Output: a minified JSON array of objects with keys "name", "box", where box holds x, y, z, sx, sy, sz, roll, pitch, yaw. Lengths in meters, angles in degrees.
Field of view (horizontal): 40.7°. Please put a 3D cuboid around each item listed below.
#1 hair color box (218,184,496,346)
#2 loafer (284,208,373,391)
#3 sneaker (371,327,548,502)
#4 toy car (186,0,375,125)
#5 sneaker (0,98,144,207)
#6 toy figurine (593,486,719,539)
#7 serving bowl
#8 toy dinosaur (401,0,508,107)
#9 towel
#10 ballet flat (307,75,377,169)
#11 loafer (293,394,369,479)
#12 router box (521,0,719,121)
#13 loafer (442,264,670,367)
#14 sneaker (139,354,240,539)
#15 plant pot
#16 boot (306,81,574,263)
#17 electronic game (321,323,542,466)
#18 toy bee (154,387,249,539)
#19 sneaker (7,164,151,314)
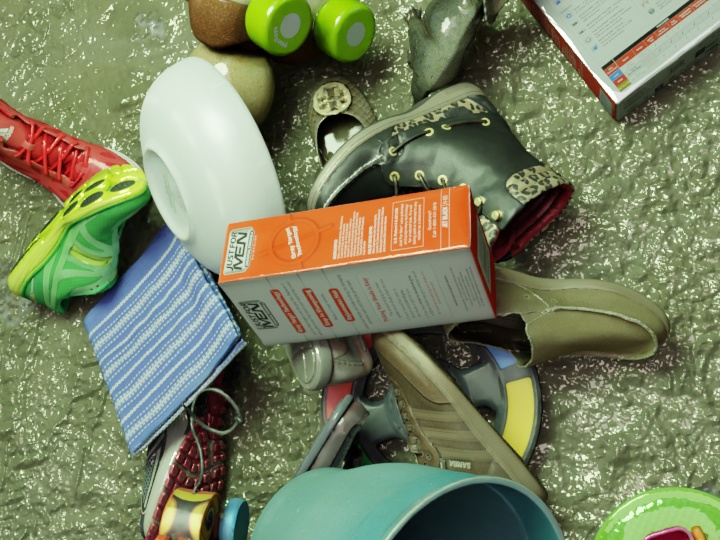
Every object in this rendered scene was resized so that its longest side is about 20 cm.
[{"name":"hair color box","box":[0.000,0.000,0.759,0.197,0.102,0.062,-8,54,16]},{"name":"loafer","box":[-0.047,0.021,0.881,0.072,0.062,0.202,-62,40,43]},{"name":"sneaker","box":[0.063,0.131,0.791,0.075,0.070,0.200,-42,80,2]},{"name":"toy car","box":[-0.105,-0.182,0.910,0.164,0.157,0.202,37,119,36]},{"name":"sneaker","box":[-0.312,-0.111,0.952,0.198,0.115,0.079,20,87,18]},{"name":"toy figurine","box":[0.245,0.265,0.701,0.148,0.184,0.203,-20,77,12]},{"name":"serving bowl","box":[-0.140,-0.078,0.843,0.065,0.201,0.201,-26,72,-25]},{"name":"toy dinosaur","box":[0.072,-0.210,0.858,0.077,0.103,0.201,31,109,-25]},{"name":"towel","box":[-0.188,0.053,0.892,0.145,0.024,0.200,-45,42,6]},{"name":"ballet flat","box":[-0.010,-0.089,0.900,0.066,0.046,0.203,-12,78,13]},{"name":"loafer","box":[-0.031,0.197,0.834,0.062,0.072,0.202,30,114,8]},{"name":"router box","box":[0.253,-0.266,0.853,0.199,0.049,0.181,-36,74,8]},{"name":"loafer","box":[0.154,0.047,0.800,0.197,0.076,0.068,9,56,7]},{"name":"sneaker","box":[-0.167,0.150,0.896,0.074,0.080,0.203,1,72,31]},{"name":"plant pot","box":[0.017,0.230,0.698,0.187,0.198,0.203,4,80,55]},{"name":"boot","box":[0.068,-0.066,0.823,0.199,0.074,0.151,-32,58,-19]},{"name":"electronic game","box":[0.060,0.117,0.851,0.197,0.042,0.203,-2,81,15]},{"name":"toy bee","box":[-0.143,0.219,0.796,0.129,0.109,0.202,-15,105,18]},{"name":"sneaker","box":[-0.257,-0.029,0.934,0.083,0.075,0.199,39,123,-23]}]
